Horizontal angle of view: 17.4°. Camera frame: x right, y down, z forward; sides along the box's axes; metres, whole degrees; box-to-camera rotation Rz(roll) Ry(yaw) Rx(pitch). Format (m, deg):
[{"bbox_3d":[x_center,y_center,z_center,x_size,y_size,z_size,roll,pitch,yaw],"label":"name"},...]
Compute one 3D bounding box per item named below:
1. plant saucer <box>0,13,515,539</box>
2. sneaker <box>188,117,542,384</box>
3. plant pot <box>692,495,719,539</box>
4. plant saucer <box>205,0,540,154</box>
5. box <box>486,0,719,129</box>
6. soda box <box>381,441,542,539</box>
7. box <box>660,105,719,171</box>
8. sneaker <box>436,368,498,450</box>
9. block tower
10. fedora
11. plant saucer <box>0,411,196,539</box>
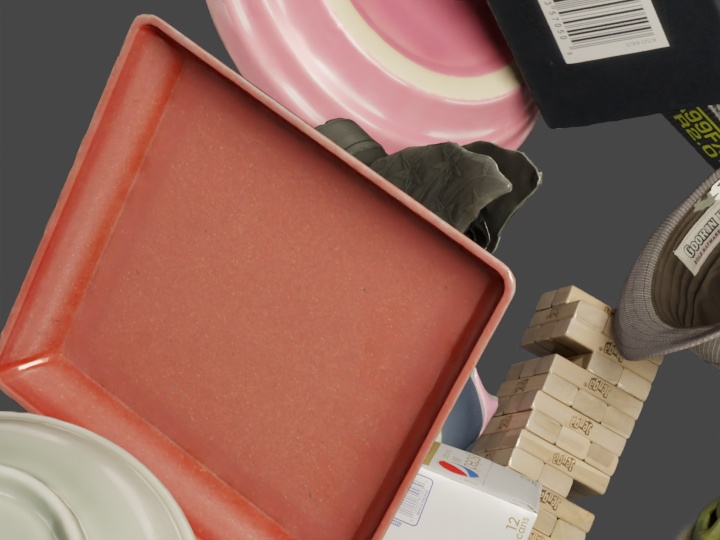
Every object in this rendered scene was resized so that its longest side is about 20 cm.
[{"bbox_3d":[-0.046,0.021,1.001,0.200,0.200,0.037,36,29,16],"label":"plant saucer"},{"bbox_3d":[-0.004,0.015,1.028,0.060,0.104,0.200,-6,129,-53],"label":"sneaker"},{"bbox_3d":[0.270,0.143,1.137,0.184,0.200,0.200,42,69,0],"label":"plant pot"},{"bbox_3d":[0.019,-0.139,1.102,0.200,0.051,0.201,17,60,-31],"label":"plant saucer"},{"bbox_3d":[0.123,-0.190,1.079,0.149,0.107,0.200,59,33,-41],"label":"box"},{"bbox_3d":[0.016,0.179,1.036,0.064,0.068,0.200,22,97,4],"label":"soda box"},{"bbox_3d":[0.219,-0.156,1.222,0.160,0.044,0.200,45,69,-10],"label":"box"},{"bbox_3d":[0.000,0.000,1.111,0.082,0.070,0.200,-18,85,-50],"label":"sneaker"},{"bbox_3d":[0.079,0.106,1.124,0.058,0.054,0.200,29,73,-15],"label":"block tower"},{"bbox_3d":[0.210,0.008,1.094,0.177,0.200,0.090,-34,106,14],"label":"fedora"},{"bbox_3d":[-0.163,0.135,0.969,0.199,0.050,0.201,0,56,1],"label":"plant saucer"}]
